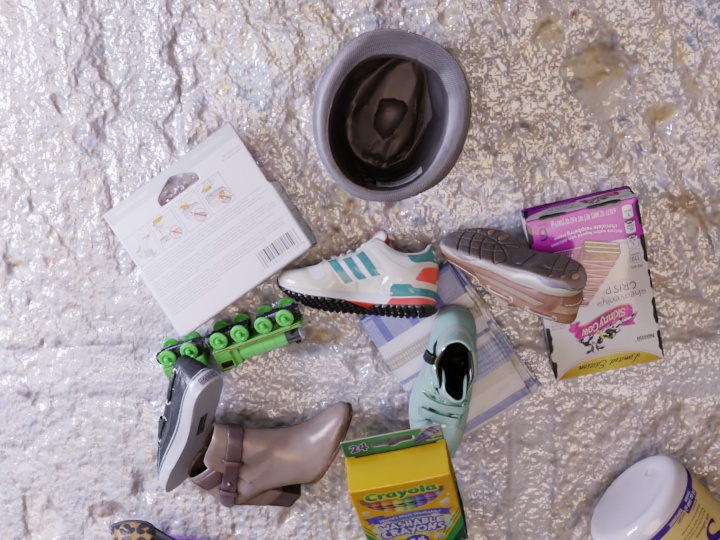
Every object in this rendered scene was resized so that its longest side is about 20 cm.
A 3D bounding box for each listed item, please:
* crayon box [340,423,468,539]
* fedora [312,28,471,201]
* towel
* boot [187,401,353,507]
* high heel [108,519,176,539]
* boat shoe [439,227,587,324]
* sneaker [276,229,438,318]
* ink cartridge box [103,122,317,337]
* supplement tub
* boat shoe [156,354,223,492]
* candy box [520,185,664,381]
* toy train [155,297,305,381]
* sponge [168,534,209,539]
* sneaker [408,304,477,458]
[{"bbox_3d":[0.055,0.269,1.514,0.123,0.052,0.201,-11,139,5],"label":"crayon box"},{"bbox_3d":[0.036,-0.180,1.417,0.174,0.091,0.203,14,113,0],"label":"fedora"},{"bbox_3d":[0.110,0.103,1.532,0.146,0.024,0.201,-33,100,13],"label":"towel"},{"bbox_3d":[-0.117,0.217,1.533,0.144,0.071,0.201,22,116,-22],"label":"boot"},{"bbox_3d":[-0.289,0.418,1.576,0.141,0.071,0.202,29,89,-12],"label":"high heel"},{"bbox_3d":[0.169,0.009,1.435,0.075,0.199,0.073,-26,126,-35],"label":"boat shoe"},{"bbox_3d":[0.000,0.000,1.492,0.196,0.070,0.095,5,76,13],"label":"sneaker"},{"bbox_3d":[-0.179,-0.048,1.488,0.199,0.044,0.175,-34,90,10],"label":"ink cartridge box"},{"bbox_3d":[0.394,0.341,1.526,0.200,0.146,0.145,43,103,-10],"label":"supplement tub"},{"bbox_3d":[-0.218,0.186,1.537,0.056,0.068,0.202,37,127,21],"label":"boat shoe"},{"bbox_3d":[0.274,0.016,1.481,0.134,0.061,0.203,-13,106,6],"label":"candy box"},{"bbox_3d":[-0.155,0.089,1.522,0.197,0.042,0.057,-19,115,12],"label":"toy train"},{"bbox_3d":[-0.248,0.442,1.639,0.109,0.030,0.204,8,106,0],"label":"sponge"},{"bbox_3d":[0.095,0.154,1.475,0.072,0.118,0.204,7,108,2],"label":"sneaker"}]
